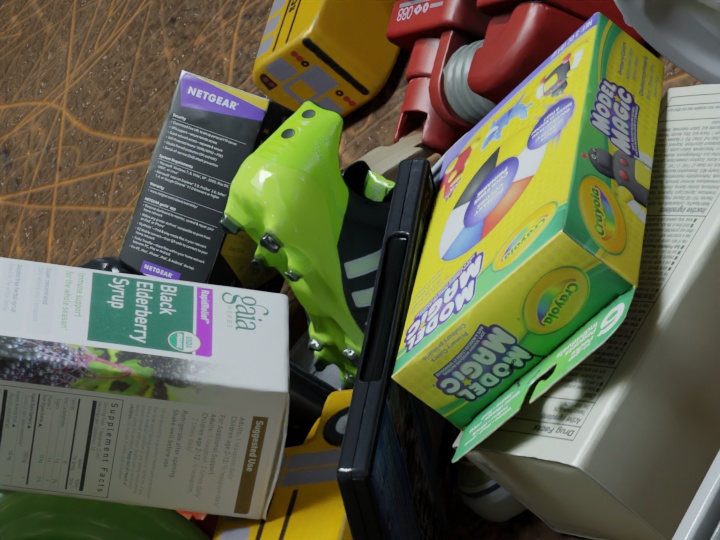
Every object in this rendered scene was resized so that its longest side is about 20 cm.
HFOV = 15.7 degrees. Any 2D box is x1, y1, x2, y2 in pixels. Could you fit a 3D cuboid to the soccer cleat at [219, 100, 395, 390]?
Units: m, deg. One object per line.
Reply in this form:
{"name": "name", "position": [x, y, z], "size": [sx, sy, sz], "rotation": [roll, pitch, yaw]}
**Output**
{"name": "soccer cleat", "position": [0.000, 0.000, 1.270], "size": [0.067, 0.200, 0.081], "rotation": [25, 68, 36]}

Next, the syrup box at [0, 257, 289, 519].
{"name": "syrup box", "position": [-0.134, 0.050, 1.193], "size": [0.079, 0.199, 0.082], "rotation": [-93, 12, -55]}

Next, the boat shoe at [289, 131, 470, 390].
{"name": "boat shoe", "position": [0.012, 0.006, 1.368], "size": [0.200, 0.068, 0.072], "rotation": [-40, 27, 21]}

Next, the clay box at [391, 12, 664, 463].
{"name": "clay box", "position": [0.075, -0.016, 1.150], "size": [0.115, 0.048, 0.200], "rotation": [-43, 18, 33]}

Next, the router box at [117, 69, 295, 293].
{"name": "router box", "position": [-0.077, -0.017, 1.399], "size": [0.200, 0.052, 0.158], "rotation": [15, -86, -81]}

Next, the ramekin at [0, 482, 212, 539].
{"name": "ramekin", "position": [-0.132, 0.203, 1.201], "size": [0.098, 0.199, 0.201], "rotation": [-42, 25, 34]}

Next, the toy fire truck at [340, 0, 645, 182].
{"name": "toy fire truck", "position": [0.056, -0.103, 1.408], "size": [0.176, 0.128, 0.201], "rotation": [-4, 68, 61]}

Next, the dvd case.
{"name": "dvd case", "position": [0.023, 0.066, 1.204], "size": [0.017, 0.143, 0.201], "rotation": [-1, 44, 14]}

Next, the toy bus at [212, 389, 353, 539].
{"name": "toy bus", "position": [-0.028, 0.142, 1.208], "size": [0.078, 0.065, 0.201], "rotation": [-10, 34, 19]}

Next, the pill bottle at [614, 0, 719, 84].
{"name": "pill bottle", "position": [0.216, -0.188, 1.233], "size": [0.201, 0.120, 0.120], "rotation": [-56, 26, -12]}

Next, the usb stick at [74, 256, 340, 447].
{"name": "usb stick", "position": [-0.068, 0.050, 1.286], "size": [0.055, 0.200, 0.033], "rotation": [-30, 42, 34]}

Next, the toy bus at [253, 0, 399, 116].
{"name": "toy bus", "position": [-0.004, -0.189, 1.647], "size": [0.078, 0.065, 0.201], "rotation": [-31, 32, 39]}

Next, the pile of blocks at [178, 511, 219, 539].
{"name": "pile of blocks", "position": [-0.150, 0.129, 1.311], "size": [0.062, 0.199, 0.083], "rotation": [110, 172, -57]}

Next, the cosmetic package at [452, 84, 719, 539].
{"name": "cosmetic package", "position": [0.138, 0.017, 1.139], "size": [0.201, 0.073, 0.103], "rotation": [-58, 25, -14]}

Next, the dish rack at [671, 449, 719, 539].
{"name": "dish rack", "position": [0.196, 0.102, 0.963], "size": [0.200, 0.043, 0.172], "rotation": [0, 56, 59]}

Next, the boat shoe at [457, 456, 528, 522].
{"name": "boat shoe", "position": [0.094, 0.021, 1.218], "size": [0.201, 0.062, 0.072], "rotation": [-59, 26, -15]}
